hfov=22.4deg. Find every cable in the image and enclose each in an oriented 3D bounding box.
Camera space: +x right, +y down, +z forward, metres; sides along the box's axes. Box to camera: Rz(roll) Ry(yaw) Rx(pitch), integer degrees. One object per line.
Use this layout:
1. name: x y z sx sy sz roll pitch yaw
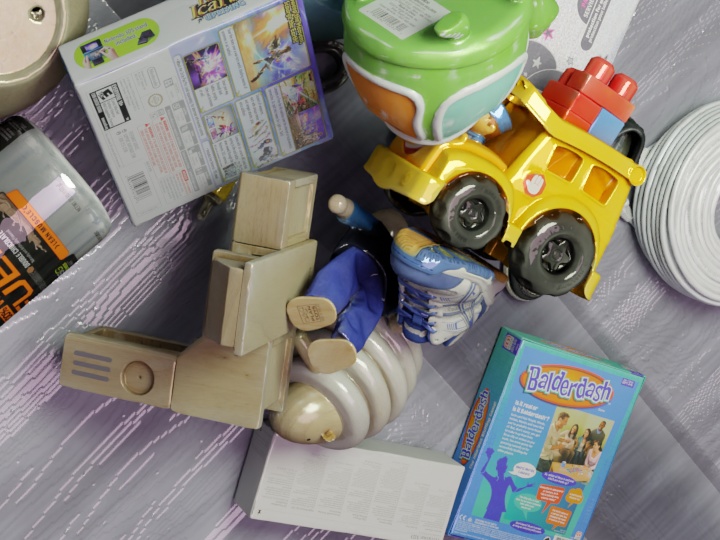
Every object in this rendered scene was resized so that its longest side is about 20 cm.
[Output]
1. cable: -0.099 -0.140 1.547 0.200 0.050 0.097 -45 101 -21
2. cable: 0.358 -0.066 1.749 0.200 0.069 0.200 -41 116 -10

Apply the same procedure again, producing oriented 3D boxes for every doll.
1. doll: 0.000 0.000 1.516 0.048 0.200 0.137 -15 110 27

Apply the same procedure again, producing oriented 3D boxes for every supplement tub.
1. supplement tub: -0.305 -0.016 1.426 0.200 0.122 0.123 -41 117 -9

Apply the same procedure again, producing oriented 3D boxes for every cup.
1. cup: -0.287 -0.200 1.373 0.199 0.143 0.202 -7 106 -23

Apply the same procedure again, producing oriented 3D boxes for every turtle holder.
1. turtle holder: 0.064 -0.181 1.384 0.186 0.140 0.132 -62 159 -44

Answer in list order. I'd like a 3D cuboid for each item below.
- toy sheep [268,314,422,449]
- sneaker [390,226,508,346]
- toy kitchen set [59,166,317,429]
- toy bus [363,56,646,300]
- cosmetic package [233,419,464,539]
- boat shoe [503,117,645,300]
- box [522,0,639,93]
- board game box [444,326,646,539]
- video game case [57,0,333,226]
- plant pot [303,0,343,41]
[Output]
1. toy sheep: -0.011 0.079 1.587 0.200 0.137 0.138 -44 120 -34
2. sneaker: 0.064 0.023 1.486 0.088 0.075 0.200 -57 158 4
3. toy kitchen set: -0.147 0.014 1.443 0.179 0.163 0.201 11 100 13
4. toy bus: 0.132 -0.097 1.477 0.199 0.136 0.193 26 97 -27
5. cosmetic package: -0.010 0.195 1.660 0.199 0.051 0.083 14 96 -27
6. boat shoe: 0.203 -0.056 1.682 0.074 0.066 0.200 36 87 -28
7. box: 0.140 -0.192 1.589 0.132 0.115 0.201 22 95 -28
8. board game box: 0.170 0.170 1.740 0.151 0.045 0.201 18 96 -27
9. video game case: -0.122 -0.136 1.409 0.180 0.046 0.200 -23 151 -6
10. plant pot: -0.031 -0.275 1.461 0.199 0.161 0.202 -7 107 -24
